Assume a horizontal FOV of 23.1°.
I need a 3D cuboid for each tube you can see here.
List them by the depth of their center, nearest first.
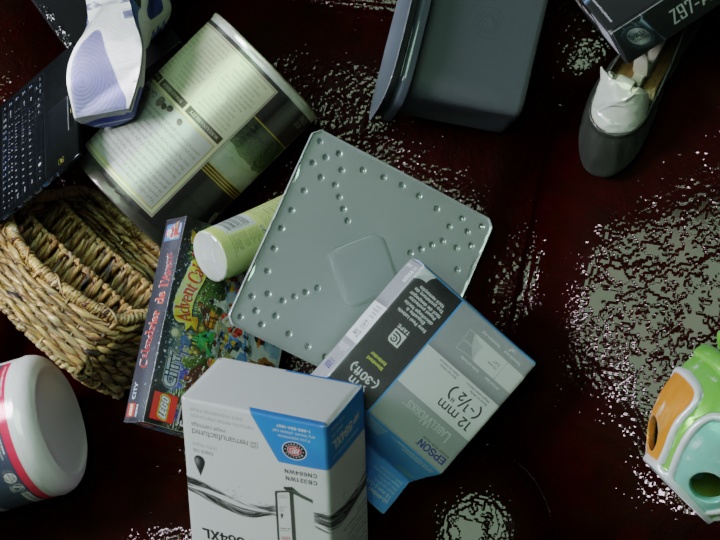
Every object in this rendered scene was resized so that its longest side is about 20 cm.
[{"bbox_3d":[-0.068,-0.044,1.692,0.052,0.200,0.058,-5,107,51],"label":"tube"}]

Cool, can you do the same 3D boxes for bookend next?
[{"bbox_3d":[-0.214,-0.278,1.830,0.200,0.092,0.199,-39,68,2],"label":"bookend"}]

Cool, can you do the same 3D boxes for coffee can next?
[{"bbox_3d":[-0.162,-0.133,1.740,0.200,0.146,0.146,-45,67,1],"label":"coffee can"}]

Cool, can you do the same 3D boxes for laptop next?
[{"bbox_3d":[-0.377,-0.137,1.727,0.200,0.103,0.177,-36,41,23],"label":"laptop"}]

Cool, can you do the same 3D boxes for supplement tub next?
[{"bbox_3d":[-0.381,0.172,1.721,0.200,0.140,0.141,-16,70,12],"label":"supplement tub"}]

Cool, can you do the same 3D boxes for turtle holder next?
[{"bbox_3d":[0.327,0.155,1.520,0.132,0.186,0.141,-45,35,0],"label":"turtle holder"}]

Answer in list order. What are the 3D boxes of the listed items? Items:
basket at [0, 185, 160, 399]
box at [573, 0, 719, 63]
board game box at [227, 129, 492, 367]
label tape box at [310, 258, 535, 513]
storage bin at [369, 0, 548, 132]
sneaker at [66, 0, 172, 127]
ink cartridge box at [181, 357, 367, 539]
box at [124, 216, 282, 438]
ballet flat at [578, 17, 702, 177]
[{"bbox_3d":[-0.277,0.004,1.738,0.200,0.143,0.149,42,90,23],"label":"basket"},{"bbox_3d":[0.271,-0.299,1.665,0.160,0.044,0.200,-33,40,6],"label":"box"},{"bbox_3d":[0.000,0.000,1.655,0.200,0.026,0.200,27,81,-16],"label":"board game box"},{"bbox_3d":[0.040,0.111,1.613,0.143,0.066,0.200,41,86,-12],"label":"label tape box"},{"bbox_3d":[0.099,-0.227,1.704,0.134,0.146,0.200,16,79,-6],"label":"storage bin"},{"bbox_3d":[-0.225,-0.235,1.714,0.080,0.115,0.200,-3,81,18],"label":"sneaker"},{"bbox_3d":[-0.075,0.194,1.590,0.146,0.084,0.200,9,118,21],"label":"ink cartridge box"},{"bbox_3d":[-0.139,0.064,1.683,0.038,0.136,0.200,-7,68,52],"label":"box"},{"bbox_3d":[0.258,-0.186,1.667,0.068,0.068,0.200,24,83,20],"label":"ballet flat"}]
